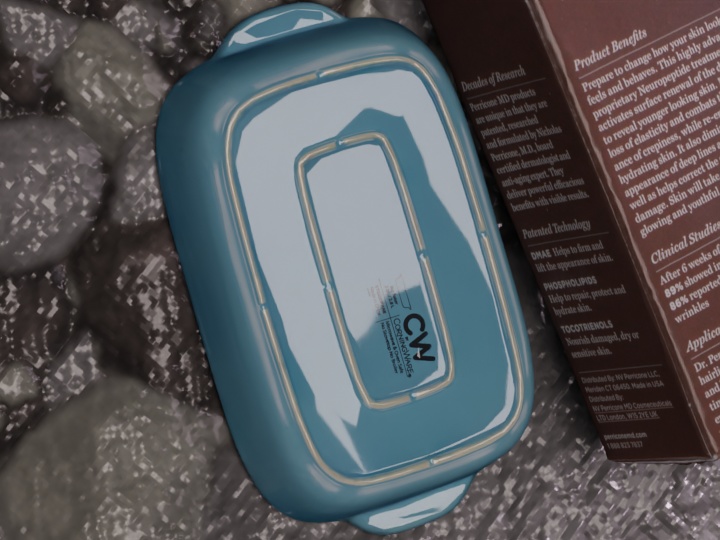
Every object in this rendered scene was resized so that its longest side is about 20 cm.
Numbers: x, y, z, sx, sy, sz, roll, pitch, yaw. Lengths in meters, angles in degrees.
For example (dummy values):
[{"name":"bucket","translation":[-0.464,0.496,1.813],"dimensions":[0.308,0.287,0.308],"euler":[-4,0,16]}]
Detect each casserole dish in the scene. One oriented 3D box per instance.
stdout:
[{"name":"casserole dish","translation":[0.000,0.000,1.025],"dimensions":[0.121,0.039,0.200],"euler":[-18,97,-17]}]

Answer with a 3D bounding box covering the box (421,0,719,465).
[{"name":"box","translation":[0.109,-0.038,1.035],"dimensions":[0.100,0.075,0.200],"euler":[-26,100,-29]}]
